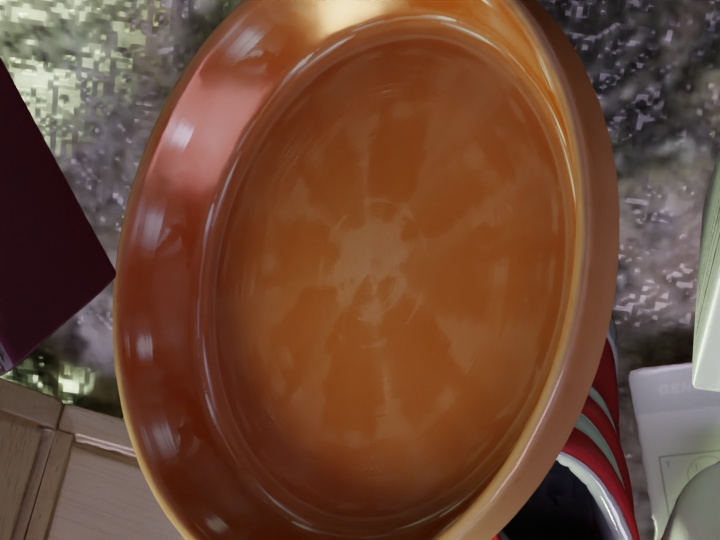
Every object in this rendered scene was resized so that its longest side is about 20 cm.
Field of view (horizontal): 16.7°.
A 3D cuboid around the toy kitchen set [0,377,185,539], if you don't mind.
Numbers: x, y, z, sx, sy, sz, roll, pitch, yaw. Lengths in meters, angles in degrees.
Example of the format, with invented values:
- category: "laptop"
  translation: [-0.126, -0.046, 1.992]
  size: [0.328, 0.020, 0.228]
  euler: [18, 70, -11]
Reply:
- category: "toy kitchen set"
  translation: [-0.099, 0.125, 0.825]
  size: [0.199, 0.180, 0.164]
  euler: [16, 80, -5]

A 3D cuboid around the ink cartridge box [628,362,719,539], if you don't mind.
- category: "ink cartridge box"
  translation: [0.190, 0.104, 0.909]
  size: [0.159, 0.047, 0.201]
  euler: [-8, 116, 10]

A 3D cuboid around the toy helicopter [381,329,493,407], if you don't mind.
- category: "toy helicopter"
  translation: [0.015, 0.051, 0.811]
  size: [0.078, 0.132, 0.201]
  euler: [4, 112, -12]

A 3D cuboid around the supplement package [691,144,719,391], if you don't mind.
- category: "supplement package"
  translation: [0.199, -0.060, 0.753]
  size: [0.155, 0.111, 0.201]
  euler: [11, 124, 3]

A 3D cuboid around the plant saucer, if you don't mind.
- category: "plant saucer"
  translation: [0.000, 0.000, 0.747]
  size: [0.032, 0.201, 0.200]
  euler: [13, 132, -46]

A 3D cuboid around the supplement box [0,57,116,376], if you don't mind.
- category: "supplement box"
  translation: [-0.185, 0.005, 0.681]
  size: [0.199, 0.086, 0.111]
  euler: [-24, 98, 19]

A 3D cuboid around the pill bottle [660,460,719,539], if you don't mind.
- category: "pill bottle"
  translation: [0.137, 0.176, 0.862]
  size: [0.113, 0.114, 0.201]
  euler: [13, 120, -3]

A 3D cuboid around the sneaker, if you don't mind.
- category: "sneaker"
  translation: [0.063, 0.114, 0.881]
  size: [0.071, 0.113, 0.201]
  euler: [0, 123, 4]
